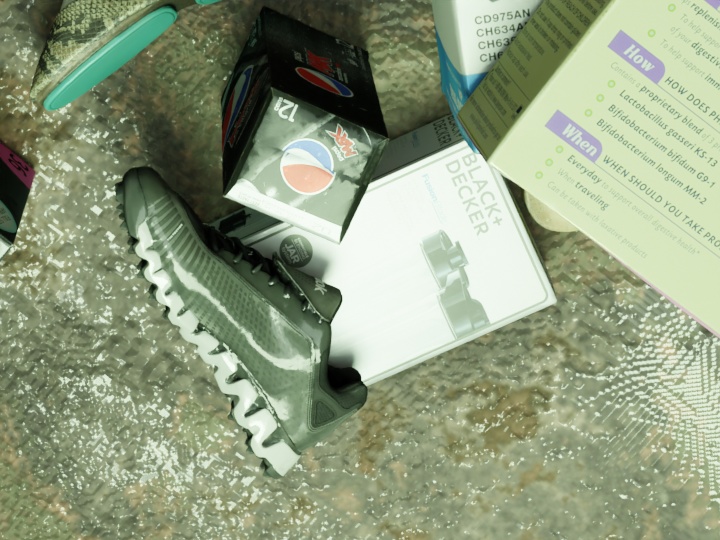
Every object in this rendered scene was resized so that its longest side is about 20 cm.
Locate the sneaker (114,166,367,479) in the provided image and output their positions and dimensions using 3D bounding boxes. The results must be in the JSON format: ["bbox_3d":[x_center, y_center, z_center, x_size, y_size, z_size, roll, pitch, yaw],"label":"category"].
[{"bbox_3d":[-0.060,0.016,1.294,0.090,0.066,0.200,-29,111,3],"label":"sneaker"}]

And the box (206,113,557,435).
[{"bbox_3d":[0.000,0.000,1.355,0.200,0.060,0.117,-23,108,4],"label":"box"}]

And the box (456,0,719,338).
[{"bbox_3d":[0.181,-0.094,1.166,0.176,0.097,0.200,35,101,-16],"label":"box"}]

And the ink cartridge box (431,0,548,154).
[{"bbox_3d":[0.109,-0.186,1.256,0.147,0.145,0.201,-9,108,-1],"label":"ink cartridge box"}]

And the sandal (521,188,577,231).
[{"bbox_3d":[0.194,-0.075,1.337,0.211,0.070,0.078,-27,108,5],"label":"sandal"}]

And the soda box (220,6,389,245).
[{"bbox_3d":[-0.033,-0.082,1.253,0.071,0.200,0.063,22,105,-10],"label":"soda box"}]

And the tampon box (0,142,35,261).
[{"bbox_3d":[-0.296,-0.049,1.275,0.200,0.150,0.126,37,103,-14],"label":"tampon box"}]

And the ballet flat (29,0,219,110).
[{"bbox_3d":[-0.108,-0.166,1.301,0.200,0.068,0.075,-29,86,1],"label":"ballet flat"}]
